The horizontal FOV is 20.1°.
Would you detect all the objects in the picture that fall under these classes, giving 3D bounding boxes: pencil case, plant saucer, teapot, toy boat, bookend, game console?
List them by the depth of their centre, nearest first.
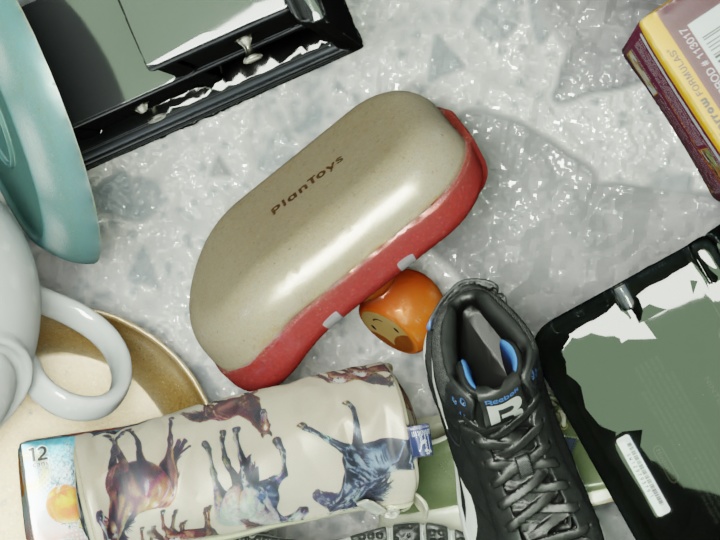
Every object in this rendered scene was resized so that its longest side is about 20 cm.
[{"bbox_3d":[-0.246,0.046,1.095,0.200,0.197,0.146,-35,63,-5],"label":"teapot"},{"bbox_3d":[-0.062,0.112,1.113,0.200,0.078,0.089,-13,62,-12],"label":"pencil case"},{"bbox_3d":[-0.114,-0.135,1.137,0.199,0.200,0.092,-23,89,5],"label":"bookend"},{"bbox_3d":[-0.200,-0.092,1.149,0.027,0.200,0.200,-23,89,-17],"label":"plant saucer"},{"bbox_3d":[0.223,0.078,1.164,0.176,0.116,0.200,-30,88,14],"label":"game console"},{"bbox_3d":[0.000,0.000,1.184,0.200,0.131,0.131,-38,117,6],"label":"toy boat"},{"bbox_3d":[-0.183,0.121,1.216,0.200,0.035,0.200,1,85,-9],"label":"plant saucer"}]

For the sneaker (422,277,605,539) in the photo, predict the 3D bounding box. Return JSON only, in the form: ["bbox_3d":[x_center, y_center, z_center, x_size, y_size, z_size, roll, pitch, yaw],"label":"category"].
[{"bbox_3d":[0.080,0.101,1.102,0.073,0.112,0.200,-22,74,-3],"label":"sneaker"}]

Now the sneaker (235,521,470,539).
[{"bbox_3d":[0.001,0.186,1.182,0.200,0.080,0.074,3,74,9],"label":"sneaker"}]

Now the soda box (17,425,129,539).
[{"bbox_3d":[-0.097,0.119,1.179,0.200,0.064,0.068,-7,85,-12],"label":"soda box"}]

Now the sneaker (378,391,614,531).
[{"bbox_3d":[0.095,0.097,1.188,0.200,0.067,0.090,-14,96,9],"label":"sneaker"}]

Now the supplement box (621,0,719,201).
[{"bbox_3d":[0.210,-0.105,1.104,0.086,0.200,0.110,-33,89,5],"label":"supplement box"}]
